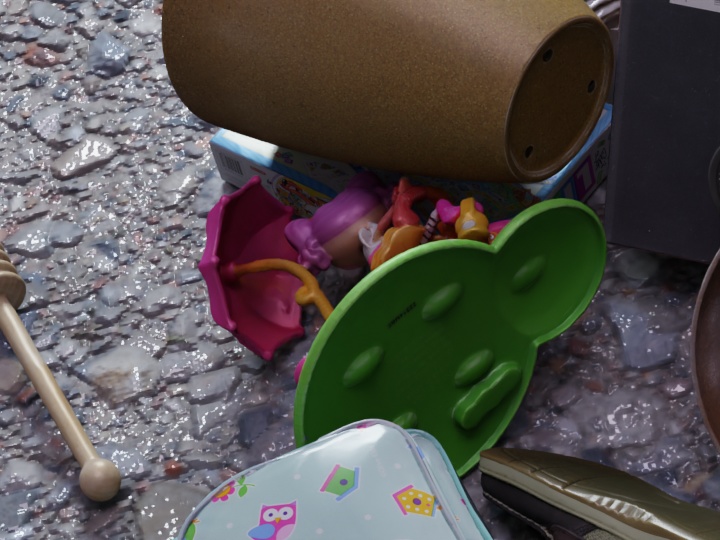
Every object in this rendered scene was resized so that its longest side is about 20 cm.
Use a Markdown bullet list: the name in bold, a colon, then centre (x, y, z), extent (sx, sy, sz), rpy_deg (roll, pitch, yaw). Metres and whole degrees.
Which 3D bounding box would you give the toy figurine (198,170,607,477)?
- **toy figurine**: centre (0.000, 0.000, 1.493), extent (0.200, 0.150, 0.184), rpy_deg (-40, 43, -12)

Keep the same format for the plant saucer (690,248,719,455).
- **plant saucer**: centre (0.260, 0.041, 1.377), extent (0.199, 0.202, 0.034), rpy_deg (5, 16, 18)

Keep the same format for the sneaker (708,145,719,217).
- **sneaker**: centre (0.261, 0.007, 1.458), extent (0.083, 0.121, 0.201), rpy_deg (-35, 85, 27)

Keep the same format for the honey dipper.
- **honey dipper**: centre (-0.180, 0.053, 1.557), extent (0.038, 0.038, 0.200), rpy_deg (-26, 53, -9)

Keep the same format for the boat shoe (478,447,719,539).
- **boat shoe**: centre (0.129, 0.139, 1.383), extent (0.072, 0.066, 0.200), rpy_deg (2, 13, -45)

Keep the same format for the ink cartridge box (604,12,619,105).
- **ink cartridge box**: centre (0.230, -0.168, 1.609), extent (0.199, 0.086, 0.148), rpy_deg (-3, 50, 13)

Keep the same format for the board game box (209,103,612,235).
- **board game box**: centre (0.033, -0.071, 1.608), extent (0.199, 0.034, 0.135), rpy_deg (26, 61, 31)

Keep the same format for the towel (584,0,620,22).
- **towel**: centre (0.154, -0.219, 1.595), extent (0.199, 0.031, 0.149), rpy_deg (-31, 51, -11)

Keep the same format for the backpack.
- **backpack**: centre (-0.020, 0.180, 1.334), extent (0.199, 0.154, 0.176), rpy_deg (-28, 54, -2)

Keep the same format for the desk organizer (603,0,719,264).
- **desk organizer**: centre (0.180, -0.113, 1.494), extent (0.071, 0.201, 0.077), rpy_deg (12, 22, 23)

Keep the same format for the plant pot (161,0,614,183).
- **plant pot**: centre (0.029, -0.128, 1.506), extent (0.199, 0.187, 0.186), rpy_deg (27, 61, 33)
